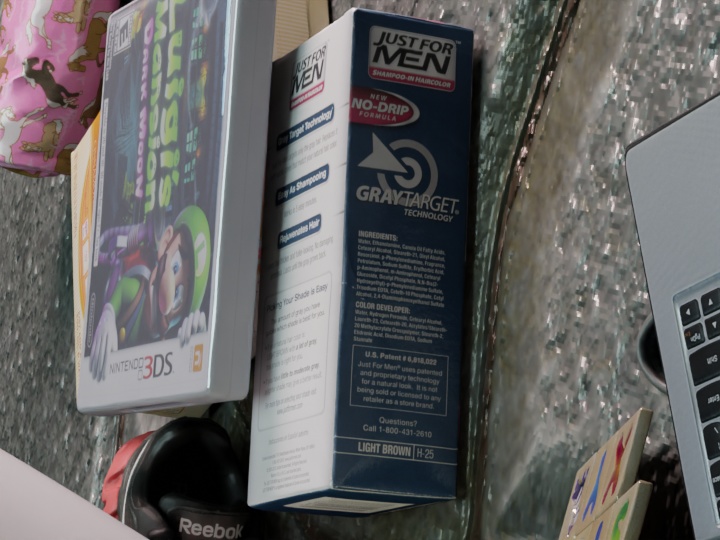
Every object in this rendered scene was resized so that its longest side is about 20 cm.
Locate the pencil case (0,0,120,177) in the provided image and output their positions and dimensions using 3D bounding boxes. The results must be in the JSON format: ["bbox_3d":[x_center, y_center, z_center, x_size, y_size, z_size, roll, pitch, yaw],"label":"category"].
[{"bbox_3d":[-0.193,-0.160,1.531,0.083,0.086,0.201,-40,-37,-76],"label":"pencil case"}]

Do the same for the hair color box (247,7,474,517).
[{"bbox_3d":[0.000,0.000,1.037,0.100,0.060,0.202,159,116,-65],"label":"hair color box"}]

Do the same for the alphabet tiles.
[{"bbox_3d":[0.059,0.150,0.814,0.167,0.006,0.201,115,173,-72],"label":"alphabet tiles"}]

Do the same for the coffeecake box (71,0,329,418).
[{"bbox_3d":[-0.082,-0.036,1.230,0.200,0.073,0.154,132,140,-53],"label":"coffeecake box"}]

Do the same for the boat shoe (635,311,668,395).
[{"bbox_3d":[0.146,0.018,0.681,0.200,0.057,0.067,159,117,-65],"label":"boat shoe"}]

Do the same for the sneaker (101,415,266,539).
[{"bbox_3d":[-0.086,0.160,1.181,0.098,0.070,0.202,129,143,-56],"label":"sneaker"}]

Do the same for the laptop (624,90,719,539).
[{"bbox_3d":[0.094,0.033,0.615,0.187,0.115,0.201,-31,64,57],"label":"laptop"}]

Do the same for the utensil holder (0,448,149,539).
[{"bbox_3d":[-0.135,0.188,1.056,0.171,0.199,0.170,-58,-3,-4],"label":"utensil holder"}]

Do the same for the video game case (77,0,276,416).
[{"bbox_3d":[-0.087,-0.037,1.121,0.182,0.023,0.202,167,109,-64],"label":"video game case"}]
